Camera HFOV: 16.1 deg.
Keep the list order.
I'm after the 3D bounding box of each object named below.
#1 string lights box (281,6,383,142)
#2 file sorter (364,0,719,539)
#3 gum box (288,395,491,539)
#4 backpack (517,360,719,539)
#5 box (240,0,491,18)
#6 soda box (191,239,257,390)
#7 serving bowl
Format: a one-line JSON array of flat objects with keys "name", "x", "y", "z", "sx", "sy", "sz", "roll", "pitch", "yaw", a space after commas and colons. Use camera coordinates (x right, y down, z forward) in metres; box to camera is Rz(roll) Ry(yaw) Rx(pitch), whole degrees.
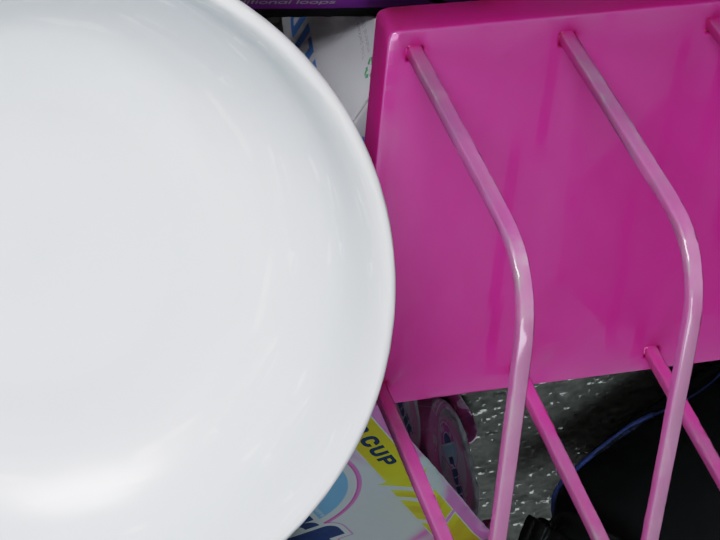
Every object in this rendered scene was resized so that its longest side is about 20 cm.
[{"name": "string lights box", "x": 0.075, "y": -0.068, "z": 0.821, "sx": 0.199, "sy": 0.103, "sz": 0.059, "roll": 8, "pitch": 143, "yaw": -26}, {"name": "file sorter", "x": 0.110, "y": 0.007, "z": 0.736, "sx": 0.198, "sy": 0.126, "sz": 0.140, "roll": -7, "pitch": 129, "yaw": -15}, {"name": "gum box", "x": -0.033, "y": 0.062, "z": 1.005, "sx": 0.113, "sy": 0.067, "sz": 0.200, "roll": -20, "pitch": 145, "yaw": 14}, {"name": "backpack", "x": 0.195, "y": 0.132, "z": 1.064, "sx": 0.153, "sy": 0.191, "sz": 0.200, "roll": 0, "pitch": 147, "yaw": -44}, {"name": "box", "x": 0.038, "y": -0.112, "z": 0.655, "sx": 0.142, "sy": 0.036, "sz": 0.200, "roll": -3, "pitch": 166, "yaw": -14}, {"name": "soda box", "x": 0.000, "y": 0.000, "z": 0.855, "sx": 0.063, "sy": 0.069, "sz": 0.199, "roll": -7, "pitch": 179, "yaw": 41}, {"name": "serving bowl", "x": -0.092, "y": 0.000, "z": 0.720, "sx": 0.198, "sy": 0.066, "sz": 0.202, "roll": -2, "pitch": 107, "yaw": -7}]
